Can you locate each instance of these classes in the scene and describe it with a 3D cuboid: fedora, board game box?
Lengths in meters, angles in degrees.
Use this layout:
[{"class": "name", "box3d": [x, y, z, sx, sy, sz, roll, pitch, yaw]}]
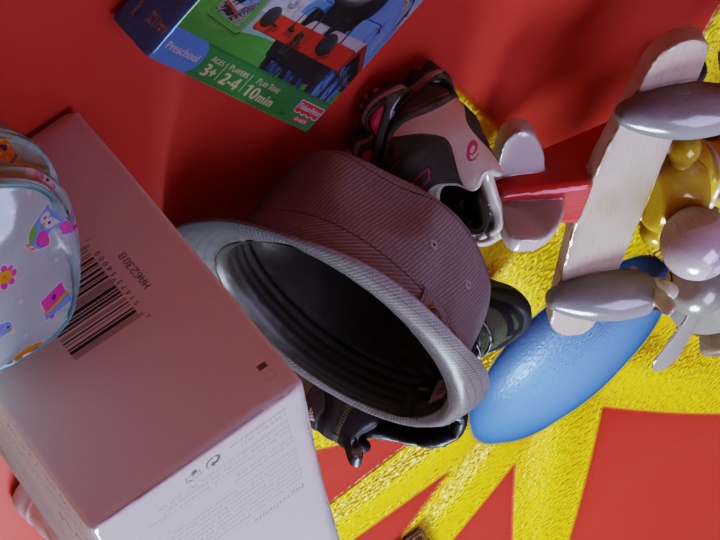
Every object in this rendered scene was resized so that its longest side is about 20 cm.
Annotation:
[{"class": "fedora", "box3d": [0.000, 0.000, 1.189, 0.200, 0.177, 0.090, 41, 64, -23]}, {"class": "board game box", "box3d": [-0.008, -0.169, 1.047, 0.200, 0.037, 0.151, -49, 151, 12]}]

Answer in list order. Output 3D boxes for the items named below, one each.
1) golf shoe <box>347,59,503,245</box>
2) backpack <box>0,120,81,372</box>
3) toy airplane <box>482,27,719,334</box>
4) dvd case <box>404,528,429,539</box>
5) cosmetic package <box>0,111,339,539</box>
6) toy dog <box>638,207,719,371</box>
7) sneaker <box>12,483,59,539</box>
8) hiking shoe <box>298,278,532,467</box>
[{"class": "golf shoe", "box3d": [0.038, -0.030, 1.252, 0.077, 0.088, 0.200, -32, 153, -19]}, {"class": "backpack", "box3d": [-0.225, 0.001, 0.926, 0.200, 0.127, 0.167, -30, 147, -27]}, {"class": "toy airplane", "box3d": [0.169, -0.047, 1.315, 0.199, 0.141, 0.200, -44, 152, 8]}, {"class": "dvd case", "box3d": [0.010, 0.298, 1.763, 0.149, 0.016, 0.200, -37, 151, -10]}, {"class": "cosmetic package", "box3d": [-0.121, 0.068, 1.071, 0.123, 0.199, 0.200, -35, 151, -13]}, {"class": "toy dog", "box3d": [0.235, 0.013, 1.558, 0.096, 0.132, 0.200, -6, 153, 18]}, {"class": "sneaker", "box3d": [-0.114, 0.170, 1.320, 0.200, 0.116, 0.074, 2, 129, -54]}, {"class": "hiking shoe", "box3d": [0.046, 0.073, 1.393, 0.200, 0.101, 0.076, -21, 147, -32]}]
